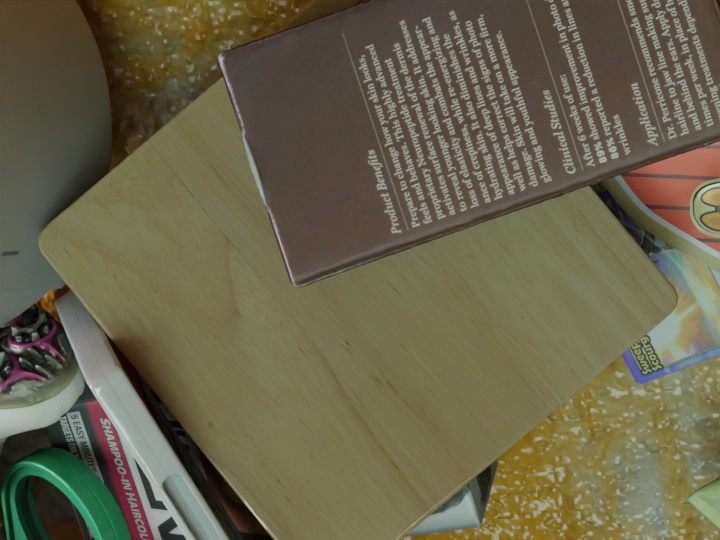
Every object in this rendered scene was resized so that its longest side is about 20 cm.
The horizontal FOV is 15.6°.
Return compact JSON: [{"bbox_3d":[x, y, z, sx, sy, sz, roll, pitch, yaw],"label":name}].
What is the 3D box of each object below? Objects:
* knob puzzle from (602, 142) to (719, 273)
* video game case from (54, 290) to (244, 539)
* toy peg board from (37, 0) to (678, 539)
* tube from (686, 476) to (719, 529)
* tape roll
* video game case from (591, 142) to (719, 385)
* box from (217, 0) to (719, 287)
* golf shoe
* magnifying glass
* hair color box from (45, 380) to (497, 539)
[{"bbox_3d":[0.173,-0.076,1.106,0.218,0.030,0.221,5,117,10],"label":"knob puzzle"},{"bbox_3d":[-0.072,0.108,1.178,0.017,0.143,0.201,-31,108,-4],"label":"video game case"},{"bbox_3d":[0.000,0.000,1.163,0.199,0.098,0.200,-40,88,2],"label":"toy peg board"},{"bbox_3d":[0.244,0.073,1.186,0.200,0.052,0.058,-42,61,28],"label":"tube"},{"bbox_3d":[-0.227,-0.062,1.150,0.201,0.139,0.204,1,93,21],"label":"tape roll"},{"bbox_3d":[0.161,-0.070,1.155,0.180,0.046,0.201,-22,110,20],"label":"video game case"},{"bbox_3d":[0.054,-0.072,1.065,0.199,0.075,0.101,-18,90,9],"label":"box"},{"bbox_3d":[-0.191,0.065,1.265,0.199,0.073,0.092,-5,124,47],"label":"golf shoe"},{"bbox_3d":[-0.157,0.155,1.311,0.080,0.022,0.200,47,142,15],"label":"magnifying glass"},{"bbox_3d":[-0.043,0.080,1.267,0.199,0.061,0.100,-10,114,16],"label":"hair color box"}]
